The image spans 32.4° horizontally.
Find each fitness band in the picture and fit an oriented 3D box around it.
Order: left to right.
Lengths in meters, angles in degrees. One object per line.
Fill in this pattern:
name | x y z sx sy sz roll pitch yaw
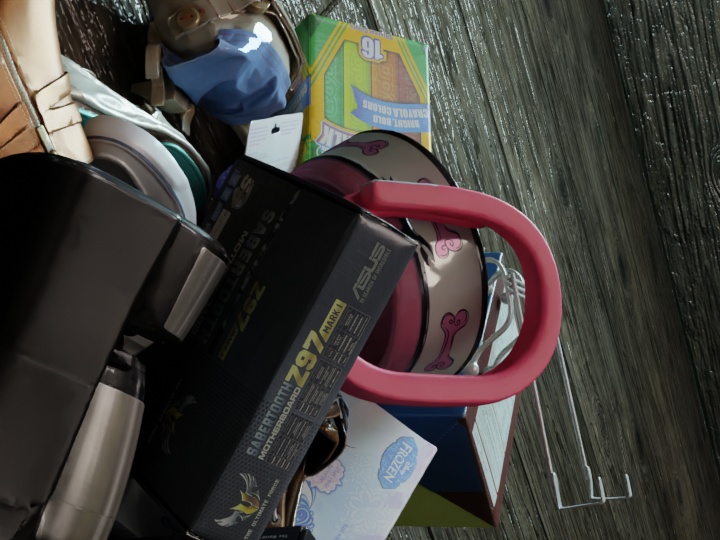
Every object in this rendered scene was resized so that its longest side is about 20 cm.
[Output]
fitness band | 0.044 0.017 0.816 0.199 0.037 0.145 5 80 -28

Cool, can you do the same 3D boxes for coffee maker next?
coffee maker | -0.180 0.041 0.654 0.192 0.134 0.201 39 67 -55

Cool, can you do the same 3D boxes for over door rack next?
over door rack | 0.136 0.096 0.969 0.201 0.066 0.148 69 17 14

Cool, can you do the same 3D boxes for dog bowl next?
dog bowl | 0.000 0.000 0.925 0.074 0.200 0.201 -16 98 -37

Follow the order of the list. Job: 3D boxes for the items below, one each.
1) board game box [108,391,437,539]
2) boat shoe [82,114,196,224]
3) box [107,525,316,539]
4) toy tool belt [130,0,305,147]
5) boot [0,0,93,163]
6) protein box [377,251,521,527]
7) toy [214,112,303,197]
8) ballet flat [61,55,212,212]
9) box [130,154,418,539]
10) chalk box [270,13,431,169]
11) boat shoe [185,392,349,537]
board game box | -0.073 0.140 0.850 0.199 0.043 0.200 36 47 2
boat shoe | -0.150 -0.016 0.857 0.201 0.073 0.066 73 29 -46
box | -0.128 0.224 0.693 0.049 0.199 0.162 64 30 -34
toy tool belt | -0.118 -0.166 0.946 0.200 0.124 0.124 30 49 -65
boot | -0.204 -0.135 0.761 0.200 0.073 0.155 -46 114 -36
protein box | 0.027 0.101 1.077 0.200 0.197 0.135 -70 150 -48
toy | -0.098 -0.025 0.978 0.115 0.047 0.201 -33 133 -71
ballet flat | -0.171 -0.101 0.888 0.200 0.069 0.070 34 52 -59
box | -0.068 0.042 0.730 0.051 0.158 0.201 28 91 -36
chalk box | -0.018 -0.099 1.091 0.124 0.124 0.201 9 67 -28
boat shoe | -0.045 0.101 0.805 0.072 0.072 0.201 76 27 -53
